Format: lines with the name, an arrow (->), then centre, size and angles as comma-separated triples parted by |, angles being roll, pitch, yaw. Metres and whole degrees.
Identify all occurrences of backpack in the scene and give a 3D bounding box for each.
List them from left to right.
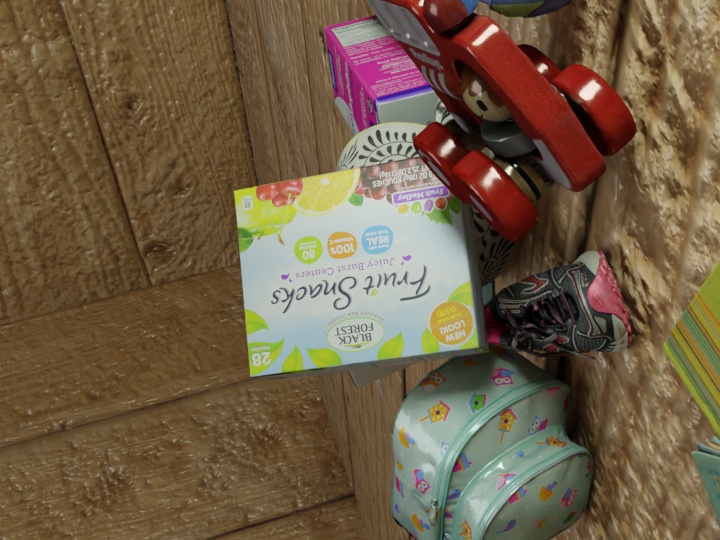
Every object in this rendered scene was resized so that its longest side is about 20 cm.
backpack -> 0.121, 0.175, 0.868 | 0.153, 0.176, 0.200 | 35, 141, 49

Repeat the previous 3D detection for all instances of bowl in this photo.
bowl -> 0.041, -0.033, 0.900 | 0.201, 0.094, 0.201 | 19, 135, 21

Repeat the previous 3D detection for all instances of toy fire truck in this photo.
toy fire truck -> 0.080, -0.126, 0.632 | 0.168, 0.112, 0.200 | 47, -177, -26

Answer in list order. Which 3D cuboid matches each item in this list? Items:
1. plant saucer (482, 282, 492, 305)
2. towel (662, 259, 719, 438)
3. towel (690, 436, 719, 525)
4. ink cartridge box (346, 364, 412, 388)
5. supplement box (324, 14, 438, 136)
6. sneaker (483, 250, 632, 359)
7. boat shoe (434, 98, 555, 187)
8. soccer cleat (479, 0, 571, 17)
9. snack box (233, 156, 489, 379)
plant saucer -> 0.097, -0.031, 1.078 | 0.201, 0.039, 0.201 | 164, 90, -80
towel -> 0.226, 0.030, 0.518 | 0.200, 0.018, 0.086 | 93, 154, -59
towel -> 0.259, 0.170, 0.491 | 0.200, 0.022, 0.147 | 170, 79, -78
ink cartridge box -> 0.012, 0.020, 1.247 | 0.146, 0.147, 0.200 | 68, 179, -49
supplement box -> 0.039, -0.188, 0.991 | 0.200, 0.103, 0.101 | -114, 12, -51
sneaker -> 0.155, 0.038, 0.750 | 0.200, 0.075, 0.081 | 129, 125, -77
boat shoe -> 0.099, -0.139, 0.812 | 0.071, 0.070, 0.200 | 88, 164, -52
soccer cleat -> 0.088, -0.243, 0.678 | 0.200, 0.084, 0.065 | -116, 16, -47
snack box -> 0.000, 0.000, 0.807 | 0.068, 0.200, 0.169 | 25, -122, -71
